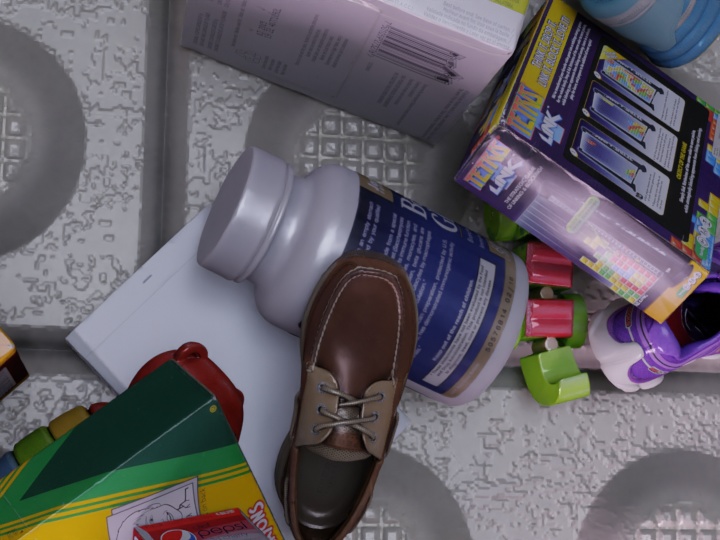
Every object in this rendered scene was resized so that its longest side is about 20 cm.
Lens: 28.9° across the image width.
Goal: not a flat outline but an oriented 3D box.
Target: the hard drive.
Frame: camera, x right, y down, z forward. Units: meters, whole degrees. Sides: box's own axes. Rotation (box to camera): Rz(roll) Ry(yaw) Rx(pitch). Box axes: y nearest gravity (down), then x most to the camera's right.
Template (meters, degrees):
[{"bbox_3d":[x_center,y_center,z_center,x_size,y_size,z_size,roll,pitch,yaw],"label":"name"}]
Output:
[{"bbox_3d":[-0.080,0.074,0.931,0.132,0.026,0.200,-44,91,-15],"label":"hard drive"}]

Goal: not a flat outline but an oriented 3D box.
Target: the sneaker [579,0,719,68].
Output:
[{"bbox_3d":[0.211,-0.231,1.028,0.130,0.079,0.202,33,47,-36],"label":"sneaker"}]

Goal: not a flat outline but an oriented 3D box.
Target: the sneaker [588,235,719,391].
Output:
[{"bbox_3d":[0.247,0.027,0.964,0.199,0.083,0.081,-28,91,-38],"label":"sneaker"}]

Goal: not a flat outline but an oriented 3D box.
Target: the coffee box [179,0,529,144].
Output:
[{"bbox_3d":[0.010,-0.231,0.911,0.198,0.200,0.200,20,76,-8],"label":"coffee box"}]

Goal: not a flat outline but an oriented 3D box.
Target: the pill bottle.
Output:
[{"bbox_3d":[0.000,0.000,0.901,0.198,0.111,0.112,25,76,-18],"label":"pill bottle"}]

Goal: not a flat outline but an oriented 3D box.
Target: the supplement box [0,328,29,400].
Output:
[{"bbox_3d":[-0.306,0.025,0.799,0.133,0.200,0.198,-42,91,-14],"label":"supplement box"}]

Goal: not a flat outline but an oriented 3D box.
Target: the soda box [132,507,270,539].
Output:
[{"bbox_3d":[-0.090,0.236,0.762,0.069,0.063,0.203,-4,112,-34],"label":"soda box"}]

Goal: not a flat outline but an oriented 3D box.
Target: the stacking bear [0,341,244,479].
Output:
[{"bbox_3d":[-0.155,0.130,0.852,0.200,0.114,0.122,-42,130,-10],"label":"stacking bear"}]

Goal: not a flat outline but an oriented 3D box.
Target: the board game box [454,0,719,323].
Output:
[{"bbox_3d":[0.163,-0.081,0.940,0.164,0.057,0.201,33,38,-4],"label":"board game box"}]

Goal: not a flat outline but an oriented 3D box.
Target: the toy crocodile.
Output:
[{"bbox_3d":[0.126,-0.007,0.970,0.067,0.062,0.203,1,80,-12],"label":"toy crocodile"}]

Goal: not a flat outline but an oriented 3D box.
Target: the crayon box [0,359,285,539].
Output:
[{"bbox_3d":[-0.128,0.180,0.789,0.172,0.058,0.201,-36,129,-20],"label":"crayon box"}]

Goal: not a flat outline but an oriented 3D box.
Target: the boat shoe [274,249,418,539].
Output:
[{"bbox_3d":[-0.007,0.085,0.843,0.075,0.072,0.202,7,118,-6],"label":"boat shoe"}]
